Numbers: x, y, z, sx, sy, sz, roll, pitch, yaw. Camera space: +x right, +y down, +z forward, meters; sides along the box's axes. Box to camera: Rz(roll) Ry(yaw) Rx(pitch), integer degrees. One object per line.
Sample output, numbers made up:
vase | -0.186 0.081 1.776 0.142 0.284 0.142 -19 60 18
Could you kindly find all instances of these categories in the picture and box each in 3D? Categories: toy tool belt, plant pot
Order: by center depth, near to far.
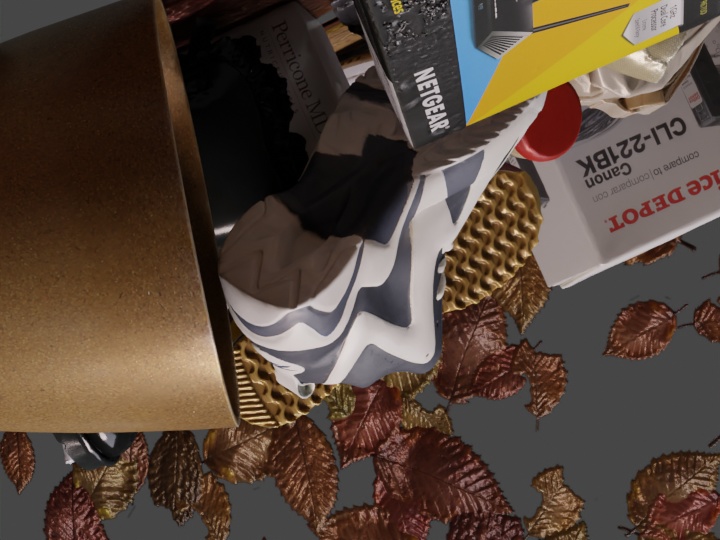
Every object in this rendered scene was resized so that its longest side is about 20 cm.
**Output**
plant pot | -0.164 -0.008 0.773 0.200 0.187 0.186 -11 178 -1
toy tool belt | 0.115 -0.136 1.010 0.200 0.125 0.123 -46 -150 -20

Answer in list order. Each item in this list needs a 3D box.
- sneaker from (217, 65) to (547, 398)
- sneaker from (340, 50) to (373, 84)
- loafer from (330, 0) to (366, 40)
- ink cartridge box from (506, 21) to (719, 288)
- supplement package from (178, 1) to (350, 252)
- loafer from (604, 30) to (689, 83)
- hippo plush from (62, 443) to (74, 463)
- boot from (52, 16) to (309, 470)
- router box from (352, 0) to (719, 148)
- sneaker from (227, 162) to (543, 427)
sneaker | 0.019 -0.017 0.880 0.199 0.079 0.130 -52 155 -25
sneaker | -0.017 -0.079 1.270 0.071 0.113 0.200 -23 178 -45
loafer | 0.023 -0.135 0.874 0.072 0.063 0.200 -24 179 10
ink cartridge box | 0.149 -0.109 1.120 0.144 0.200 0.084 -24 179 -19
supplement package | -0.094 -0.050 1.013 0.200 0.117 0.117 -25 176 6
loafer | 0.178 -0.169 0.918 0.200 0.068 0.076 -45 -176 -8
hippo plush | -0.197 -0.009 1.190 0.200 0.159 0.161 -40 142 19
boot | -0.098 -0.014 0.915 0.162 0.198 0.073 -18 -178 8
router box | 0.065 -0.133 0.702 0.149 0.051 0.200 -24 158 1
sneaker | 0.000 0.000 0.969 0.200 0.075 0.090 -32 -157 -9
